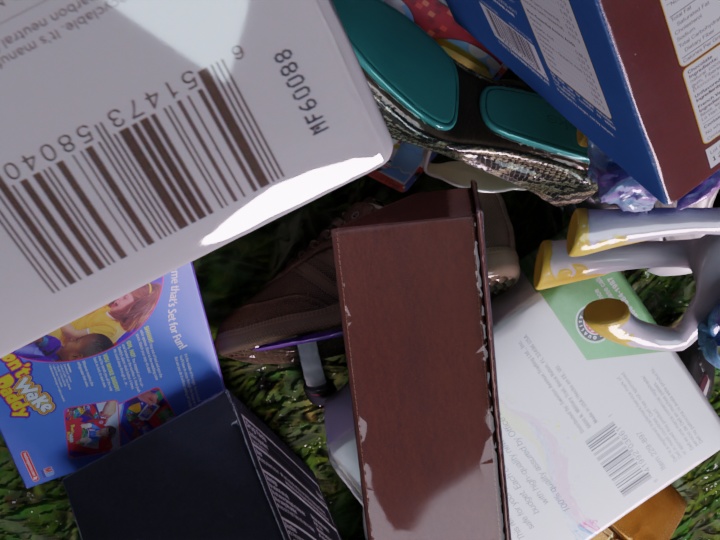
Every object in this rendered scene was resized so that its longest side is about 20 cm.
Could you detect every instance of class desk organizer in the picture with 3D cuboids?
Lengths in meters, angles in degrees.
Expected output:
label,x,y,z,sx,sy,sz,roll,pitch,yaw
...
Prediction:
label,x,y,z,sx,sy,sz,roll,pitch,yaw
desk organizer,0.035,0.062,0.688,0.076,0.072,0.203,-5,105,4

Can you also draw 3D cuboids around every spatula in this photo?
label,x,y,z,sx,sy,sz,roll,pitch,yaw
spatula,-0.029,0.060,0.777,0.056,0.021,0.200,-10,161,-1

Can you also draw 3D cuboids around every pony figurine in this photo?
label,x,y,z,sx,sy,sz,roll,pitch,yaw
pony figurine,0.202,-0.029,0.645,0.196,0.168,0.195,7,134,-3

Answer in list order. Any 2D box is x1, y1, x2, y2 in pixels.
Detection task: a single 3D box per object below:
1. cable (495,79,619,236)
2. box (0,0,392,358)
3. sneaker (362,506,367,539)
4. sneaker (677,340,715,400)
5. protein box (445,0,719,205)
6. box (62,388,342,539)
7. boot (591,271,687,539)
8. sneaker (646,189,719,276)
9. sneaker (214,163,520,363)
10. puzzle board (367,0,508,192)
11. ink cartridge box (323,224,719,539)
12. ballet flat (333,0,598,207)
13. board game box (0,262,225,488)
label,x,y,z,sx,sy,sz,roll,pitch,yaw
cable,0.126,-0.056,0.798,0.198,0.051,0.097,26,129,-31
box,-0.124,-0.117,0.527,0.197,0.172,0.201,-26,129,2
sneaker,0.046,0.123,0.902,0.088,0.075,0.202,-26,135,-30
sneaker,0.157,0.110,0.926,0.114,0.076,0.201,21,118,-32
protein box,0.104,-0.179,0.553,0.134,0.199,0.201,-35,133,-3
box,-0.067,0.211,0.793,0.122,0.200,0.200,-26,153,2
boot,0.166,0.114,0.873,0.143,0.071,0.203,32,94,-7
sneaker,0.175,-0.082,0.733,0.075,0.081,0.201,-43,117,-20
sneaker,0.000,0.000,0.773,0.197,0.077,0.070,-17,159,20
puzzle board,-0.001,-0.131,0.687,0.198,0.017,0.151,24,116,-36
ink cartridge box,0.095,0.092,0.779,0.199,0.088,0.146,-37,103,5
ballet flat,0.046,-0.079,0.690,0.198,0.069,0.075,22,141,-21
board game box,-0.156,0.025,0.733,0.132,0.045,0.202,-17,133,-10
